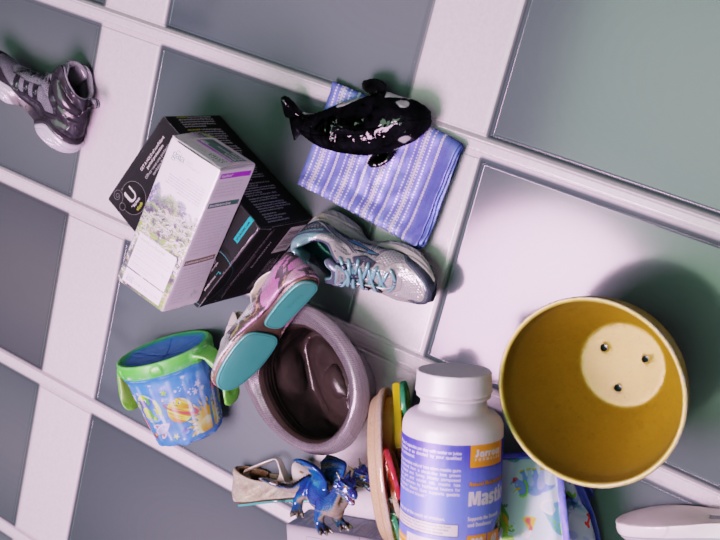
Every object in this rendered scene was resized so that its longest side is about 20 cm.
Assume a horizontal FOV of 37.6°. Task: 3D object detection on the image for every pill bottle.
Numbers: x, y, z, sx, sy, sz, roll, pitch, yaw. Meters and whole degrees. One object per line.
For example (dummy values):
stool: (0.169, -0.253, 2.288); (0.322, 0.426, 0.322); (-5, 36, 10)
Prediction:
pill bottle: (0.100, 0.206, 1.151); (0.111, 0.112, 0.201); (5, 97, 28)

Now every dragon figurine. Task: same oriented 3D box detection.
dragon figurine: (-0.050, 0.262, 1.317); (0.200, 0.059, 0.100); (22, 108, 53)

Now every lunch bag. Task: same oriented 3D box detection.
lunch bag: (0.184, 0.306, 1.236); (0.169, 0.127, 0.201); (-10, 103, 30)

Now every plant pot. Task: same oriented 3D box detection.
plant pot: (0.268, 0.116, 1.147); (0.199, 0.142, 0.201); (5, 101, 29)

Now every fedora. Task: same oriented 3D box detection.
fedora: (-0.053, 0.136, 1.359); (0.200, 0.090, 0.177); (44, 115, 24)

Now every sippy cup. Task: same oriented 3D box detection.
sippy cup: (-0.252, 0.167, 1.462); (0.178, 0.139, 0.131); (13, 122, 66)

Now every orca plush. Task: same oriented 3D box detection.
orca plush: (-0.018, -0.185, 1.280); (0.199, 0.071, 0.106); (19, 104, 27)

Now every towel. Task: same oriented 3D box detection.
towel: (0.021, -0.130, 1.313); (0.199, 0.024, 0.145); (29, 110, 22)

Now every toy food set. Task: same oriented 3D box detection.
toy food set: (0.045, 0.237, 1.267); (0.048, 0.198, 0.201); (-6, 60, 9)

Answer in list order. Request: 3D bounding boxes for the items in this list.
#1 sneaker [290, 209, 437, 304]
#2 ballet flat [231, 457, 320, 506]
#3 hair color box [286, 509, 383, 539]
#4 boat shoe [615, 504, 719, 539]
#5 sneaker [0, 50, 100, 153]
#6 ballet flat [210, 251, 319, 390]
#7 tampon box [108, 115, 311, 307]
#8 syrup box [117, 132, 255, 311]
sneaker: (0.000, 0.000, 1.303); (0.199, 0.086, 0.078); (25, 127, 27)
ballet flat: (-0.097, 0.283, 1.426); (0.199, 0.067, 0.063); (-10, 84, 30)
hair color box: (0.003, 0.384, 1.387); (0.199, 0.061, 0.100); (3, 100, 29)
boat shoe: (0.383, 0.299, 1.162); (0.199, 0.072, 0.069); (-5, 96, 21)
sneaker: (-0.454, -0.273, 1.529); (0.200, 0.075, 0.114); (46, 116, 9)
ballet flat: (-0.125, 0.059, 1.316); (0.200, 0.069, 0.071); (-52, 48, 20)
tampon box: (-0.197, -0.081, 1.384); (0.200, 0.126, 0.150); (48, 116, 15)
syrup box: (-0.210, -0.059, 1.274); (0.079, 0.081, 0.201); (33, 111, 19)
